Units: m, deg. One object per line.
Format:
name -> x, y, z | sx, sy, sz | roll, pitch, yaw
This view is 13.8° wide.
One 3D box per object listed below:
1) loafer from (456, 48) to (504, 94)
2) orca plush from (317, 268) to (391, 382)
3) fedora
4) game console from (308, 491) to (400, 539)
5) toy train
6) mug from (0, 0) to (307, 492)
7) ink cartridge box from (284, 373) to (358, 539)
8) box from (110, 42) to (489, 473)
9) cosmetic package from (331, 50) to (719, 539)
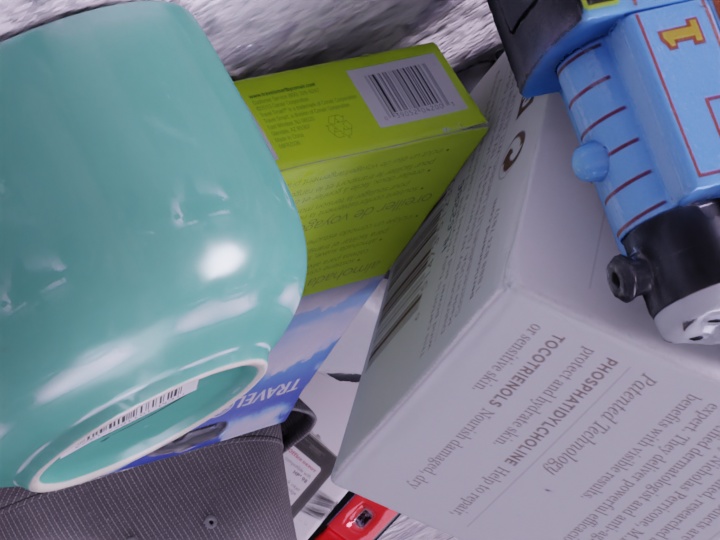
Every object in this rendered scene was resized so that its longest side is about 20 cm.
loafer -> 0.068, -0.008, 1.275 | 0.063, 0.072, 0.200 | -18, 127, 1
orca plush -> 0.000, 0.000, 1.305 | 0.200, 0.071, 0.105 | 6, 145, -33
fedora -> -0.107, 0.116, 1.281 | 0.200, 0.090, 0.177 | -10, 164, -26
game console -> 0.036, 0.058, 1.528 | 0.200, 0.031, 0.177 | -47, -168, 13
toy train -> 0.116, -0.061, 1.008 | 0.114, 0.200, 0.087 | -14, 165, -19
mug -> -0.105, 0.009, 0.965 | 0.185, 0.114, 0.152 | -37, 167, 33
ink cartridge box -> -0.046, 0.093, 1.478 | 0.200, 0.067, 0.116 | -50, -173, -11
box -> -0.046, -0.001, 1.140 | 0.122, 0.048, 0.200 | -14, 152, -37
cosmetic package -> 0.124, 0.018, 1.122 | 0.166, 0.200, 0.168 | 128, -19, -52
